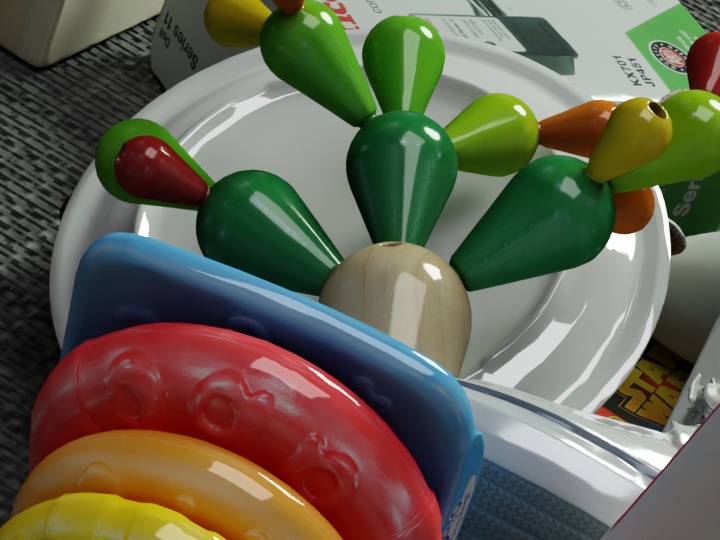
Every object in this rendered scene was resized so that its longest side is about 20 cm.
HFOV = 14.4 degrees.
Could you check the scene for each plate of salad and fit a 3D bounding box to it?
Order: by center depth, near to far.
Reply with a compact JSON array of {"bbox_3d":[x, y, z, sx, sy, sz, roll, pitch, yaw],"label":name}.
[{"bbox_3d":[0.000,0.000,0.921,0.199,0.048,0.200,-3,50,4],"label":"plate of salad"}]

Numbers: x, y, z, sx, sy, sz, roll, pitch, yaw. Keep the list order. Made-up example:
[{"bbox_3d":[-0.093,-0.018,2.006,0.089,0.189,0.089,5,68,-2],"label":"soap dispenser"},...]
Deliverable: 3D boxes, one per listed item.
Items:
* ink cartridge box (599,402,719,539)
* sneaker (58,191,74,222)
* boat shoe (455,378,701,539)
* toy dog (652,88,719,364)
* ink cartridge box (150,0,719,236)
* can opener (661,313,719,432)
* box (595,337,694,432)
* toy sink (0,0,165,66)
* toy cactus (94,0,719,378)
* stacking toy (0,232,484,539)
[{"bbox_3d":[0.144,0.128,0.690,0.200,0.147,0.083,30,33,-10],"label":"ink cartridge box"},{"bbox_3d":[-0.026,0.032,0.972,0.087,0.076,0.200,-29,57,-28],"label":"sneaker"},{"bbox_3d":[0.099,0.077,0.776,0.200,0.074,0.067,32,56,-5],"label":"boat shoe"},{"bbox_3d":[0.126,-0.011,1.008,0.199,0.097,0.132,16,33,-11],"label":"toy dog"},{"bbox_3d":[0.036,-0.076,1.132,0.199,0.083,0.147,-1,39,-32],"label":"ink cartridge box"},{"bbox_3d":[0.150,0.007,0.933,0.053,0.067,0.200,7,58,35],"label":"can opener"},{"bbox_3d":[0.156,0.067,1.043,0.137,0.040,0.200,33,34,13],"label":"box"},{"bbox_3d":[-0.099,-0.190,1.169,0.112,0.131,0.200,33,35,16],"label":"toy sink"},{"bbox_3d":[0.015,-0.020,0.846,0.199,0.102,0.165,4,52,2],"label":"toy cactus"},{"bbox_3d":[-0.056,0.098,0.647,0.109,0.116,0.200,24,44,7],"label":"stacking toy"}]
